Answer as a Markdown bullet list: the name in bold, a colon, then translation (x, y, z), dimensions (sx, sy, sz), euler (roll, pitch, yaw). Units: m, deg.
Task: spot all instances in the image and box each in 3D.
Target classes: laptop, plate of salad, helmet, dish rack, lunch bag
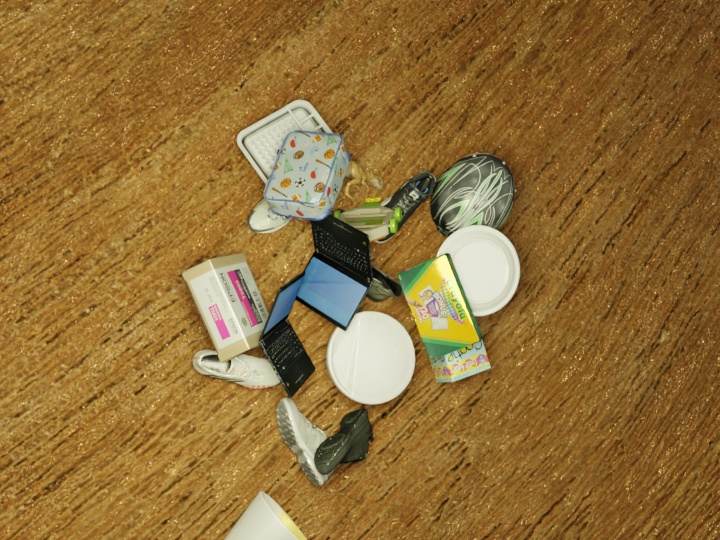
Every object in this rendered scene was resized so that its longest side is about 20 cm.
- **laptop**: translation (-0.132, 0.129, 1.605), dimensions (0.103, 0.177, 0.202), euler (-28, 94, 17)
- **laptop**: translation (-0.069, -0.008, 1.636), dimensions (0.176, 0.202, 0.103), euler (29, 52, 32)
- **plate of salad**: translation (0.259, 0.000, 1.722), dimensions (0.197, 0.048, 0.203), euler (0, 92, -7)
- **helmet**: translation (0.260, -0.167, 1.781), dimensions (0.197, 0.191, 0.203), euler (2, 82, -16)
- **dish rack**: translation (-0.161, -0.276, 1.733), dimensions (0.199, 0.044, 0.172), euler (-32, 77, -18)
- **lunch bag**: translation (-0.116, -0.207, 1.633), dimensions (0.158, 0.076, 0.202), euler (7, 62, 22)

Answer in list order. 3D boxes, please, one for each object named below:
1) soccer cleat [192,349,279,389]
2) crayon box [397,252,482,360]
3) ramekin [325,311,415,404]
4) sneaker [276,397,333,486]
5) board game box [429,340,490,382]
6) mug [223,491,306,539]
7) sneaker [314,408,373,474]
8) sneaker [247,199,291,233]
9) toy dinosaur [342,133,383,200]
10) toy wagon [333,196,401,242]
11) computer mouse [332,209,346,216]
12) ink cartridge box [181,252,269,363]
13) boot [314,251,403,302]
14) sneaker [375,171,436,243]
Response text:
- **soccer cleat**: translation (-0.256, 0.208, 1.626), dimensions (0.197, 0.085, 0.070), euler (15, 78, -14)
- **crayon box**: translation (0.173, 0.077, 1.669), dimensions (0.118, 0.058, 0.202), euler (-23, 87, 16)
- **ramekin**: translation (0.013, 0.194, 1.705), dimensions (0.200, 0.094, 0.205), euler (2, 82, -17)
- **sneaker**: translation (-0.115, 0.360, 1.665), dimensions (0.082, 0.074, 0.202), euler (-30, 97, -34)
- **board game box**: translation (0.205, 0.145, 1.765), dimensions (0.102, 0.105, 0.202), euler (-16, 86, -18)
- **mug**: translation (-0.195, 0.574, 1.565), dimensions (0.153, 0.149, 0.187), euler (-43, 89, -10)
- **sneaker**: translation (-0.025, 0.379, 1.644), dimensions (0.200, 0.075, 0.092), euler (-39, 109, -50)
- **sneaker**: translation (-0.160, -0.146, 1.695), dimensions (0.198, 0.085, 0.078), euler (-27, 90, -3)
- **toy dinosaur**: translation (-0.025, -0.228, 1.754), dimensions (0.199, 0.060, 0.107), euler (32, 89, -51)
- **toy wagon**: translation (0.014, -0.114, 1.714), dimensions (0.153, 0.200, 0.040), euler (-2, 113, 14)
- **computer mouse**: translation (-0.080, -0.159, 1.761), dimensions (0.058, 0.034, 0.201), euler (-40, 95, -19)
- **ink cartridge box**: translation (-0.266, 0.072, 1.598), dimensions (0.074, 0.165, 0.202), euler (-24, 90, 16)
- **boot**: translation (0.000, 0.000, 1.710), dimensions (0.199, 0.131, 0.068), euler (31, 75, -10)
- **sneaker**: translation (0.098, -0.155, 1.772), dimensions (0.073, 0.112, 0.201), euler (40, 73, -6)
